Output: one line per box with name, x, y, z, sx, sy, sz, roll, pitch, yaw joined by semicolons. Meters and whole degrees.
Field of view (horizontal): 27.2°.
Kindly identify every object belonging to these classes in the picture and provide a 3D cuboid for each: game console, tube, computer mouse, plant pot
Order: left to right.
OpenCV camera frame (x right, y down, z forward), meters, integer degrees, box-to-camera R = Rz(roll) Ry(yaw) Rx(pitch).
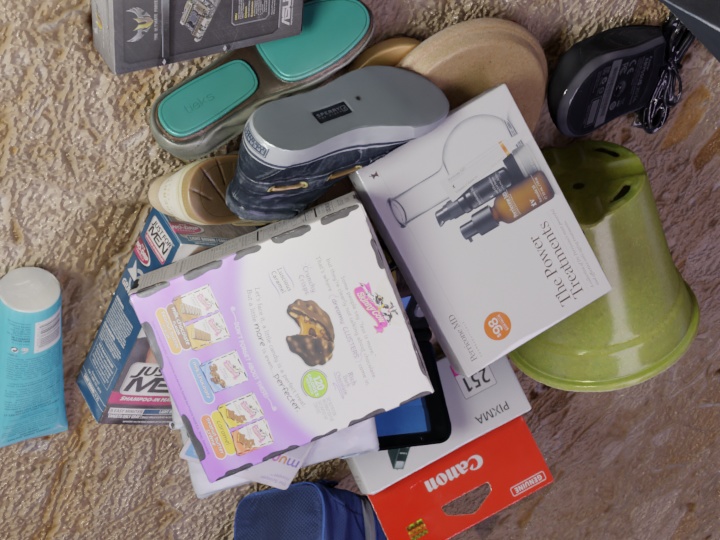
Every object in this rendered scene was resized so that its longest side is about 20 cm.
tube;-0.283;0.085;1.273;0.077;0.051;0.201;-10;138;-23
game console;0.015;0.071;1.421;0.199;0.119;0.172;-3;130;-35
plant pot;0.223;-0.017;1.455;0.199;0.200;0.185;-26;128;-13
computer mouse;0.234;-0.181;1.395;0.199;0.053;0.139;-20;137;-41

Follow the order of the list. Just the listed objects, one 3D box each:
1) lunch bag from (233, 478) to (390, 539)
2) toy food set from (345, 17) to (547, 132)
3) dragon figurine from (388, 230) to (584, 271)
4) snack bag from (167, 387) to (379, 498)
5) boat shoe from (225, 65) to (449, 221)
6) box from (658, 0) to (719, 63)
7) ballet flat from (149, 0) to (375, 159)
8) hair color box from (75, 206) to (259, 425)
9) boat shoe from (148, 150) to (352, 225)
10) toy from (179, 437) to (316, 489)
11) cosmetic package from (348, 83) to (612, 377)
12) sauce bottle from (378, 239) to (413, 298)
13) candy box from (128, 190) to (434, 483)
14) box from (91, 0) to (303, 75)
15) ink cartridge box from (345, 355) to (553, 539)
lunch bag;-0.046;0.315;1.560;0.135;0.202;0.132;-15;153;38
toy food set;0.078;-0.139;1.320;0.199;0.049;0.199;-27;140;-14
dragon figurine;0.109;-0.011;1.326;0.199;0.099;0.059;-6;98;-33
snack bag;-0.078;0.109;1.318;0.187;0.021;0.202;-14;123;-13
boat shoe;-0.022;-0.102;1.201;0.199;0.071;0.091;-18;151;-37
box;0.396;-0.272;1.351;0.196;0.117;0.201;27;101;-48
ballet flat;-0.079;-0.155;1.190;0.199;0.068;0.064;-31;168;-7
hair color box;-0.164;0.042;1.305;0.099;0.061;0.201;4;125;-39
boat shoe;-0.088;-0.071;1.252;0.199;0.065;0.073;-10;98;-47
toy;-0.058;0.109;1.284;0.114;0.047;0.201;22;108;-28
cosmetic package;0.101;-0.034;1.267;0.150;0.052;0.201;-30;97;-6
sauce bottle;0.000;0.000;1.347;0.198;0.066;0.066;1;128;-30
candy box;-0.062;0.052;1.206;0.198;0.072;0.169;-21;102;0
box;-0.115;-0.249;1.070;0.157;0.048;0.201;-16;136;-23
ink cartridge box;0.089;0.186;1.556;0.199;0.175;0.044;-26;177;-13
